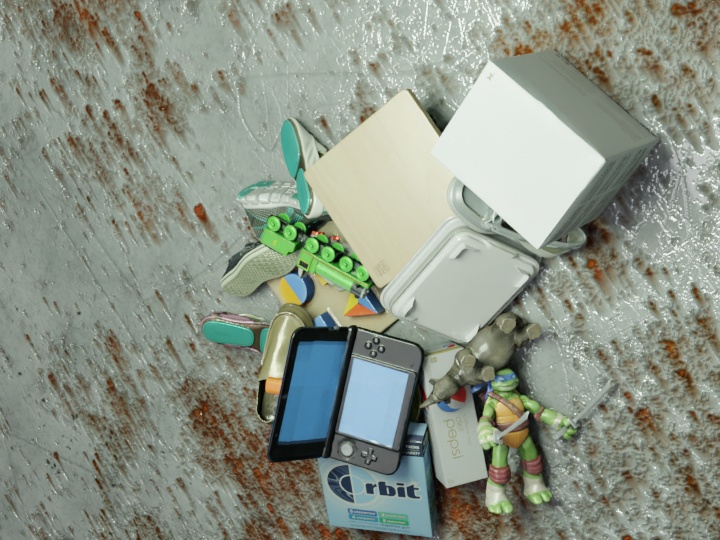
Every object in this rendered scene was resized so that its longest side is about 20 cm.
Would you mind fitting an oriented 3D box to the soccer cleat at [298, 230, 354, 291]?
[{"bbox_3d":[0.000,0.000,1.705,0.198,0.069,0.078,16,96,20],"label":"soccer cleat"}]

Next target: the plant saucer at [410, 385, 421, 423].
[{"bbox_3d":[-0.002,0.174,1.726,0.198,0.031,0.202,8,118,15],"label":"plant saucer"}]

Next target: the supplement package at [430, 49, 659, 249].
[{"bbox_3d":[0.234,-0.158,1.454,0.191,0.200,0.148,44,122,16],"label":"supplement package"}]

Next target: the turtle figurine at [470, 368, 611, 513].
[{"bbox_3d":[0.232,0.245,1.604,0.199,0.144,0.196,8,111,35],"label":"turtle figurine"}]

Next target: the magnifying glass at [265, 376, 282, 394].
[{"bbox_3d":[-0.048,0.184,1.709,0.198,0.022,0.080,7,98,18],"label":"magnifying glass"}]

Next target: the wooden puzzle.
[{"bbox_3d":[-0.048,0.041,1.787,0.200,0.046,0.186,-41,80,34],"label":"wooden puzzle"}]

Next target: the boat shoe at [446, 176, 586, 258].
[{"bbox_3d":[0.205,-0.074,1.512,0.065,0.201,0.075,-13,54,62],"label":"boat shoe"}]

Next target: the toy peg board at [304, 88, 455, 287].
[{"bbox_3d":[0.062,-0.117,1.624,0.199,0.098,0.201,-37,82,24],"label":"toy peg board"}]

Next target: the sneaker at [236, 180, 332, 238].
[{"bbox_3d":[-0.097,-0.086,1.780,0.199,0.078,0.092,7,123,35],"label":"sneaker"}]

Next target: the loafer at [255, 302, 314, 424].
[{"bbox_3d":[-0.118,0.151,1.777,0.075,0.067,0.202,11,104,11],"label":"loafer"}]

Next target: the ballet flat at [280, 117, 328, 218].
[{"bbox_3d":[-0.072,-0.151,1.722,0.070,0.069,0.201,-52,39,32],"label":"ballet flat"}]

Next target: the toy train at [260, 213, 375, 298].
[{"bbox_3d":[-0.060,-0.020,1.676,0.199,0.042,0.057,30,114,20],"label":"toy train"}]

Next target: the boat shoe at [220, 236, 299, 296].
[{"bbox_3d":[-0.158,-0.018,1.812,0.200,0.074,0.063,-31,44,51],"label":"boat shoe"}]

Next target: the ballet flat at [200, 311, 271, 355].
[{"bbox_3d":[-0.158,0.101,1.851,0.198,0.071,0.070,14,121,11],"label":"ballet flat"}]

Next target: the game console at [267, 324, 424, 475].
[{"bbox_3d":[-0.019,0.187,1.621,0.169,0.118,0.202,15,101,14],"label":"game console"}]

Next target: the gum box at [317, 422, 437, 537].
[{"bbox_3d":[0.025,0.314,1.753,0.168,0.045,0.201,3,126,16],"label":"gum box"}]

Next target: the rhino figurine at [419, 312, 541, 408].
[{"bbox_3d":[0.162,0.130,1.611,0.200,0.087,0.060,-40,92,0],"label":"rhino figurine"}]

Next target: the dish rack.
[{"bbox_3d":[0.142,0.022,1.594,0.200,0.171,0.044,-50,31,31],"label":"dish rack"}]

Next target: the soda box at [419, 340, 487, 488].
[{"bbox_3d":[0.131,0.210,1.691,0.068,0.064,0.202,-13,98,-10],"label":"soda box"}]
